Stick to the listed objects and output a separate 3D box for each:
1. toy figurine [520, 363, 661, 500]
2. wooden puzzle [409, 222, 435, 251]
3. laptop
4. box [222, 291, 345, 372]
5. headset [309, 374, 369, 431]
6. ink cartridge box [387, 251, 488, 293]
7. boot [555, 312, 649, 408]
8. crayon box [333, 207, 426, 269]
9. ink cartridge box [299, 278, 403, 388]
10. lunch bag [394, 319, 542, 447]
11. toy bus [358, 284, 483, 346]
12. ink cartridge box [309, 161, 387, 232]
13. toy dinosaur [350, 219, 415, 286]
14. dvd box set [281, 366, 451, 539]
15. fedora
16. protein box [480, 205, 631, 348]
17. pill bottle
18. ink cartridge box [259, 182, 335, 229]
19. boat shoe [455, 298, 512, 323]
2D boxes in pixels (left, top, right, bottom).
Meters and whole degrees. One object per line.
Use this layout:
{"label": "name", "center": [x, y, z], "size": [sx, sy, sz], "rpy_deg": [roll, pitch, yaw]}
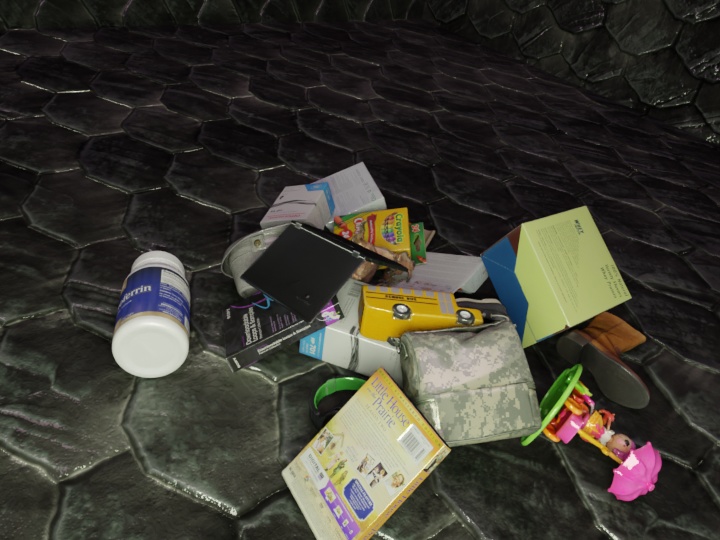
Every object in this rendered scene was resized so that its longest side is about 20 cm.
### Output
{"label": "toy figurine", "center": [0.364, 0.257, 0.872], "size": [0.183, 0.152, 0.199], "rpy_deg": [39, 17, 15]}
{"label": "wooden puzzle", "center": [0.061, -0.084, 1.312], "size": [0.194, 0.038, 0.186], "rpy_deg": [20, 37, 14]}
{"label": "laptop", "center": [-0.058, 0.004, 0.944], "size": [0.185, 0.119, 0.197], "rpy_deg": [27, 8, 38]}
{"label": "box", "center": [-0.132, 0.071, 0.936], "size": [0.195, 0.037, 0.144], "rpy_deg": [-27, 32, -2]}
{"label": "headset", "center": [0.003, 0.208, 0.840], "size": [0.121, 0.097, 0.199], "rpy_deg": [-16, 32, -32]}
{"label": "ink cartridge box", "center": [0.143, 0.027, 1.127], "size": [0.159, 0.059, 0.199], "rpy_deg": [7, 33, 36]}
{"label": "boot", "center": [0.490, 0.163, 1.080], "size": [0.196, 0.071, 0.186], "rpy_deg": [-13, 33, -41]}
{"label": "crayon box", "center": [0.039, -0.066, 1.201], "size": [0.192, 0.052, 0.130], "rpy_deg": [-7, 46, 6]}
{"label": "ink cartridge box", "center": [0.008, 0.099, 1.000], "size": [0.194, 0.088, 0.148], "rpy_deg": [18, 36, 9]}
{"label": "lunch bag", "center": [0.155, 0.166, 0.843], "size": [0.192, 0.140, 0.174], "rpy_deg": [-4, 73, -10]}
{"label": "toy bus", "center": [0.095, 0.076, 0.927], "size": [0.192, 0.067, 0.079], "rpy_deg": [5, 34, -7]}
{"label": "ink cartridge box", "center": [-0.053, -0.169, 1.371], "size": [0.194, 0.041, 0.202], "rpy_deg": [-21, 38, -2]}
{"label": "toy dinosaur", "center": [0.000, 0.000, 1.100], "size": [0.138, 0.197, 0.086], "rpy_deg": [57, 6, 8]}
{"label": "dvd box set", "center": [0.002, 0.247, 0.735], "size": [0.200, 0.029, 0.146], "rpy_deg": [-46, 50, -1]}
{"label": "fedora", "center": [-0.158, -0.002, 1.055], "size": [0.193, 0.178, 0.093], "rpy_deg": [-14, 67, -9]}
{"label": "protein box", "center": [0.375, 0.010, 1.104], "size": [0.195, 0.135, 0.204], "rpy_deg": [-15, 76, -32]}
{"label": "pill bottle", "center": [-0.337, 0.064, 0.934], "size": [0.112, 0.119, 0.202], "rpy_deg": [-1, 35, -15]}
{"label": "ink cartridge box", "center": [-0.138, -0.110, 1.232], "size": [0.112, 0.068, 0.202], "rpy_deg": [-3, 35, 19]}
{"label": "boat shoe", "center": [0.200, 0.096, 1.031], "size": [0.195, 0.074, 0.063], "rpy_deg": [-5, 40, -35]}
